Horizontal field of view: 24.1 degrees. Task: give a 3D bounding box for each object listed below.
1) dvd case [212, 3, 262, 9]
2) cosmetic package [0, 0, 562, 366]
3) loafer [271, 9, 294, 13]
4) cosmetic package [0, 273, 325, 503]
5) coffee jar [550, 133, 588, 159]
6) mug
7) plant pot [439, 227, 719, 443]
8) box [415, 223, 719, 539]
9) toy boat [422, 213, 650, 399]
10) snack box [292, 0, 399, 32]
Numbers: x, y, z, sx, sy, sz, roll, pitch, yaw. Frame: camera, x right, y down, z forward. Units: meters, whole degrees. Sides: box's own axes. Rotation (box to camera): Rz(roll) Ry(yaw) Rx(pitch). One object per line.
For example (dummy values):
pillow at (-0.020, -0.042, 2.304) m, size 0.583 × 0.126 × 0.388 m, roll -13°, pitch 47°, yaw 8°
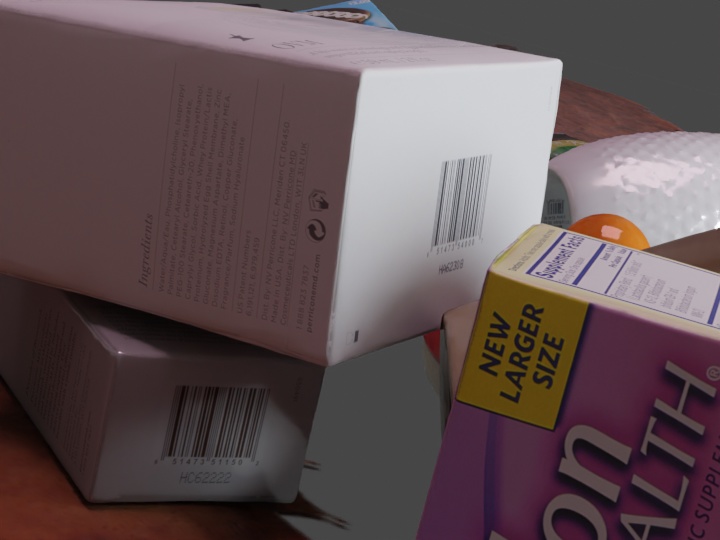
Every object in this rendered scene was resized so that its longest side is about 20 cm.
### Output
dvd case at (-0.184, -0.158, 1.316) m, size 0.200 × 0.018 × 0.143 m, roll -24°, pitch 0°, yaw 22°
cosmetic package at (-0.043, -0.053, 0.767) m, size 0.200 × 0.123 × 0.199 m, roll 12°, pitch 13°, yaw 27°
loafer at (-0.084, -0.142, 1.203) m, size 0.073 × 0.071 × 0.200 m, roll -25°, pitch 14°, yaw -10°
cosmetic package at (-0.107, 0.036, 0.794) m, size 0.101 × 0.071 × 0.200 m, roll 5°, pitch 17°, yaw -28°
coffee jar at (0.205, -0.049, 1.382) m, size 0.104 × 0.085 × 0.200 m, roll -4°, pitch 24°, yaw -45°
mug at (0.196, -0.030, 1.196) m, size 0.175 × 0.148 × 0.200 m, roll 2°, pitch 13°, yaw -21°
plant pot at (0.122, 0.072, 0.702) m, size 0.173 × 0.200 × 0.200 m, roll -3°, pitch 15°, yaw -1°
box at (0.122, 0.100, 0.559) m, size 0.200 × 0.176 × 0.097 m, roll 18°, pitch 14°, yaw 12°
toy boat at (0.118, 0.032, 0.903) m, size 0.130 × 0.131 × 0.200 m, roll 7°, pitch 16°, yaw -27°
snack box at (-0.069, -0.115, 1.046) m, size 0.200 × 0.037 × 0.116 m, roll -14°, pitch 33°, yaw -14°
